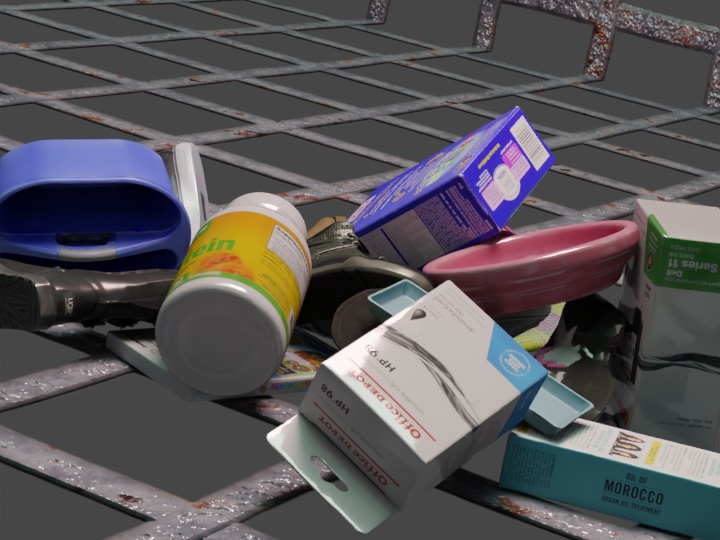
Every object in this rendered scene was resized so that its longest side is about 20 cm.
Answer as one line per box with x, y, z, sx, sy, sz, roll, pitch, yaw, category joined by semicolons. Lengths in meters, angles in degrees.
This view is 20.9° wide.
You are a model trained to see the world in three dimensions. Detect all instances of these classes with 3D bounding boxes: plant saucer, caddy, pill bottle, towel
0.097;0.073;1.628;0.200;0.019;0.070;35;28;19;plant saucer
-0.261;-0.042;1.841;0.200;0.141;0.105;-2;38;-11;caddy
-0.103;0.012;1.697;0.111;0.111;0.200;11;30;3;pill bottle
0.197;0.055;2.038;0.200;0.023;0.144;-2;20;-36;towel
0.158;0.000;1.783;0.200;0.051;0.201;-13;6;1;plant saucer

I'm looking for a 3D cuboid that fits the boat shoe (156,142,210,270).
-0.187;-0.042;1.949;0.066;0.070;0.200;-13;58;6;boat shoe

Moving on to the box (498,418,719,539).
0.220;0.168;1.596;0.200;0.049;0.082;14;16;13;box

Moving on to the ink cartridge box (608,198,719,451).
0.286;0.049;1.784;0.083;0.200;0.147;6;15;-4;ink cartridge box

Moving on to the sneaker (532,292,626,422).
0.185;0.107;1.759;0.080;0.086;0.200;30;39;8;sneaker

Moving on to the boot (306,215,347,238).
-0.114;-0.028;2.056;0.200;0.066;0.175;8;15;-3;boot

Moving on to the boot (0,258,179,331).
-0.246;0.017;1.779;0.200;0.066;0.165;-7;16;-40;boot

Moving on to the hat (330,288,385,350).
0.048;0.100;1.651;0.201;0.081;0.201;20;26;-10;hat

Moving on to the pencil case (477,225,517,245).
0.125;-0.014;2.032;0.094;0.091;0.200;31;2;-8;pencil case

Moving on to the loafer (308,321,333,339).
0.041;0.036;1.924;0.200;0.072;0.063;4;12;-12;loafer

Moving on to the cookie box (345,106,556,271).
0.076;-0.064;1.971;0.200;0.075;0.171;-28;13;36;cookie box

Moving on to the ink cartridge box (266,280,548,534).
0.037;0.103;1.505;0.116;0.067;0.200;43;47;16;ink cartridge box

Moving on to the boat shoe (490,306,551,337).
0.097;0.063;1.856;0.201;0.072;0.070;-10;16;-34;boat shoe

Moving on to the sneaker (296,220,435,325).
0.000;0.000;1.810;0.199;0.076;0.114;-4;33;42;sneaker

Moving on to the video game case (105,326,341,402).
-0.109;0.080;1.762;0.200;0.018;0.143;-3;19;-38;video game case
